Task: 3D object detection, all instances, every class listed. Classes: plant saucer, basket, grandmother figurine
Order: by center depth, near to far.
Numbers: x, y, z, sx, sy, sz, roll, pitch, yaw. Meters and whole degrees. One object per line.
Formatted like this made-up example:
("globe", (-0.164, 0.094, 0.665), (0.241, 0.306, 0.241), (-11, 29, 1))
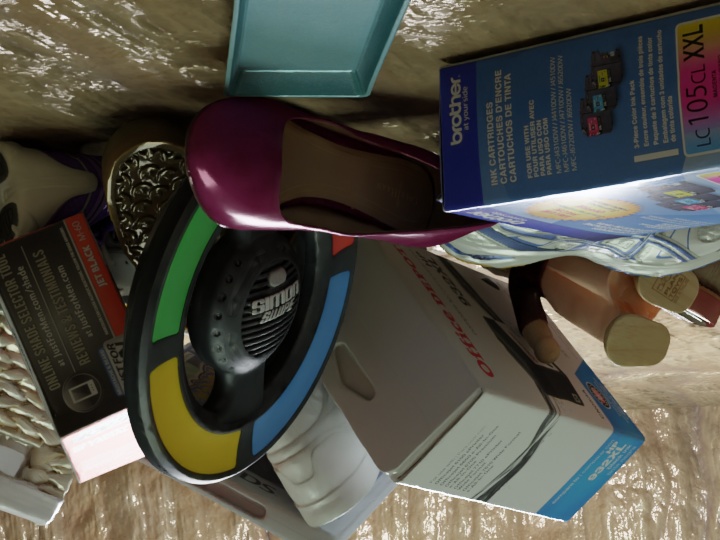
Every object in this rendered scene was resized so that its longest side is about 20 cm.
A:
("plant saucer", (-0.021, -0.103, 0.827), (0.070, 0.019, 0.200), (0, 171, -6))
("grandmother figurine", (0.127, -0.006, 1.206), (0.061, 0.121, 0.200), (37, 175, -29))
("basket", (-0.276, 0.066, 1.318), (0.135, 0.124, 0.200), (30, 176, -43))

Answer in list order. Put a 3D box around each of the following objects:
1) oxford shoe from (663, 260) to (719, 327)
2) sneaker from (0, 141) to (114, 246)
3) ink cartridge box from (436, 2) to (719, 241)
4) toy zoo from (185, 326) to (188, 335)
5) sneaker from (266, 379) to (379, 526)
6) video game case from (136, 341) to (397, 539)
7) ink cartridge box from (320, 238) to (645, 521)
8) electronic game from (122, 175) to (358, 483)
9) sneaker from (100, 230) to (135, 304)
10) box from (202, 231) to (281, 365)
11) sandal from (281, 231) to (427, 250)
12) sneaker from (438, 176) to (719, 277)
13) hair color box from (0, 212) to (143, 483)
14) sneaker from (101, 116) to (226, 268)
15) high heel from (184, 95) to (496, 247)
("oxford shoe", (0.187, -0.018, 1.259), (0.070, 0.075, 0.200), (28, 180, -24))
("sneaker", (-0.187, -0.023, 1.153), (0.083, 0.081, 0.200), (-4, 173, -23))
("ink cartridge box", (0.129, -0.063, 0.930), (0.199, 0.077, 0.136), (-6, 170, 40))
("toy zoo", (-0.189, 0.011, 1.367), (0.199, 0.021, 0.131), (16, 173, 6))
("sneaker", (-0.031, 0.065, 1.248), (0.074, 0.116, 0.200), (-32, -166, 17))
("video game case", (-0.069, 0.112, 1.306), (0.182, 0.023, 0.200), (27, -164, 10))
("ink cartridge box", (0.066, 0.067, 1.226), (0.084, 0.145, 0.200), (-47, 146, 17))
("electronic game", (-0.059, 0.016, 1.031), (0.041, 0.201, 0.200), (18, -179, 28))
("sneaker", (-0.151, -0.018, 1.251), (0.199, 0.074, 0.089), (1, 152, 15))
("box", (-0.033, 0.023, 1.398), (0.075, 0.101, 0.200), (-6, 171, 29))
("sandal", (0.000, 0.000, 1.271), (0.054, 0.082, 0.200), (22, -174, 28))
("sneaker", (0.136, -0.041, 1.075), (0.199, 0.076, 0.088), (-6, 161, -3))
("hair color box", (-0.160, 0.050, 1.123), (0.064, 0.111, 0.200), (-23, 171, -9))
("sneaker", (-0.094, -0.033, 1.106), (0.067, 0.090, 0.200), (-25, 138, 7))
("high heel", (-0.005, -0.048, 0.958), (0.096, 0.068, 0.200), (4, 180, 26))
